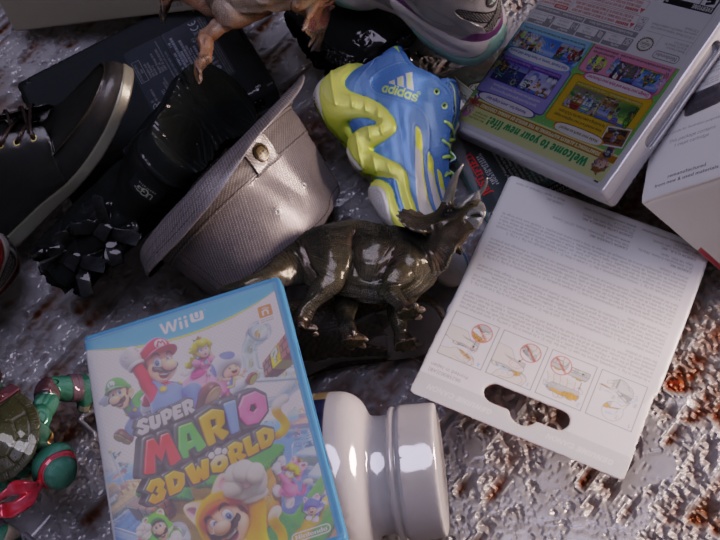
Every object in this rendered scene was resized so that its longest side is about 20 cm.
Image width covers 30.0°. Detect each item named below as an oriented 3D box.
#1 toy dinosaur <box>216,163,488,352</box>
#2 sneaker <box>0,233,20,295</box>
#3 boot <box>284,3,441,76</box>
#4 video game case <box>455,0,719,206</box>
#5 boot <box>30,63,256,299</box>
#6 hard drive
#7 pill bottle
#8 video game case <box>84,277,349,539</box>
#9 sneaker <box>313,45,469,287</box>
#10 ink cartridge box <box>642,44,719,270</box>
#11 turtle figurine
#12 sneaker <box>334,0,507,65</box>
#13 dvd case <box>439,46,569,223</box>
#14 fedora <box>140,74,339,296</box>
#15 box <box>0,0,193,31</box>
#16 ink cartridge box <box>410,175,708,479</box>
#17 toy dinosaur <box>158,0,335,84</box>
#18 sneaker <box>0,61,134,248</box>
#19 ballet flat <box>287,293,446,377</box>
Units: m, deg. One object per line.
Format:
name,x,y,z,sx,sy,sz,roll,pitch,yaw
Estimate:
toy dinosaur,0.000,0.000,0.966,0.198,0.077,0.103,-8,58,12
sneaker,-0.351,0.041,1.071,0.199,0.082,0.078,-34,80,7
boot,0.008,-0.249,1.161,0.162,0.074,0.199,-34,61,-6
video game case,0.175,-0.153,1.005,0.183,0.022,0.200,-54,35,-1
boot,-0.172,-0.071,1.069,0.162,0.073,0.199,-42,12,27
hard drive,-0.186,-0.155,1.170,0.199,0.033,0.140,-28,59,-6
pill bottle,-0.043,0.145,0.916,0.198,0.120,0.121,-7,59,6
video game case,-0.098,0.107,0.868,0.142,0.018,0.201,-17,55,0
sneaker,0.048,-0.091,1.037,0.105,0.076,0.201,-35,76,8
ink cartridge box,0.291,-0.106,0.977,0.083,0.145,0.202,-18,47,46
turtle figurine,-0.254,0.123,0.988,0.199,0.101,0.150,29,69,30
sneaker,0.028,-0.252,1.035,0.199,0.140,0.078,28,72,16
dvd case,0.162,-0.135,1.098,0.198,0.022,0.147,-25,59,-5
fedora,-0.078,-0.048,1.035,0.090,0.177,0.200,42,45,-4
box,-0.228,-0.274,1.205,0.198,0.069,0.083,-3,47,18
ink cartridge box,0.144,0.042,0.966,0.161,0.057,0.201,21,65,13
toy dinosaur,-0.088,-0.227,1.080,0.134,0.087,0.200,-15,38,-17
sneaker,-0.269,-0.105,1.061,0.200,0.106,0.075,-45,30,22
ballet flat,-0.032,0.046,1.017,0.198,0.068,0.046,-8,17,9
